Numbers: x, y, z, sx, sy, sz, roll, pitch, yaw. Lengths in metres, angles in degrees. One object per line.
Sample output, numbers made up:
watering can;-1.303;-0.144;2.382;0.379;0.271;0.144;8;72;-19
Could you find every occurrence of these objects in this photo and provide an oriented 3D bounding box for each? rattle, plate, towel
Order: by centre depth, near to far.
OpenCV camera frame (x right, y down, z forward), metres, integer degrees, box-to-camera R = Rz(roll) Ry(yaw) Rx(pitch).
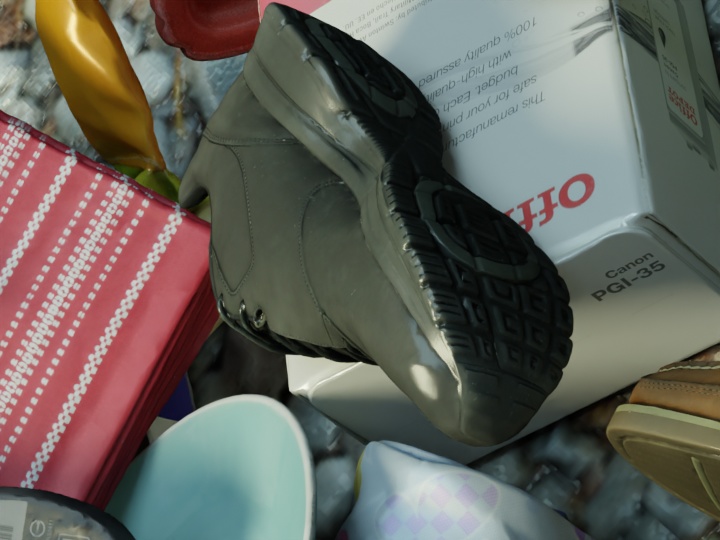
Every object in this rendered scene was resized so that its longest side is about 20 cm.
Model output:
plate;-0.068;0.134;0.928;0.200;0.025;0.201;-43;30;32
towel;-0.157;0.009;1.006;0.199;0.022;0.145;28;86;11
rattle;-0.141;0.011;1.060;0.199;0.143;0.130;-34;33;10

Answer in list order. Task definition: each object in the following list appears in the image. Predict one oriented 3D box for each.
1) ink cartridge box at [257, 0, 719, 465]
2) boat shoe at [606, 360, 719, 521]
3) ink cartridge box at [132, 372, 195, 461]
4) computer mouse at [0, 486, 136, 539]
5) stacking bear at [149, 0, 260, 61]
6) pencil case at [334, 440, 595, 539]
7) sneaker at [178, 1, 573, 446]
ink cartridge box;0.046;-0.048;0.990;0.146;0.083;0.201;-27;49;26
boat shoe;0.168;0.051;0.835;0.199;0.072;0.068;12;68;35
ink cartridge box;-0.127;0.147;1.053;0.198;0.043;0.201;-38;44;18
computer mouse;-0.152;0.076;0.960;0.198;0.046;0.142;0;80;20
stacking bear;-0.072;-0.176;1.164;0.113;0.122;0.200;-17;26;-20
pencil case;0.003;0.154;0.900;0.090;0.083;0.201;11;73;39
sneaker;0.000;0.000;0.898;0.091;0.076;0.200;-52;35;17
